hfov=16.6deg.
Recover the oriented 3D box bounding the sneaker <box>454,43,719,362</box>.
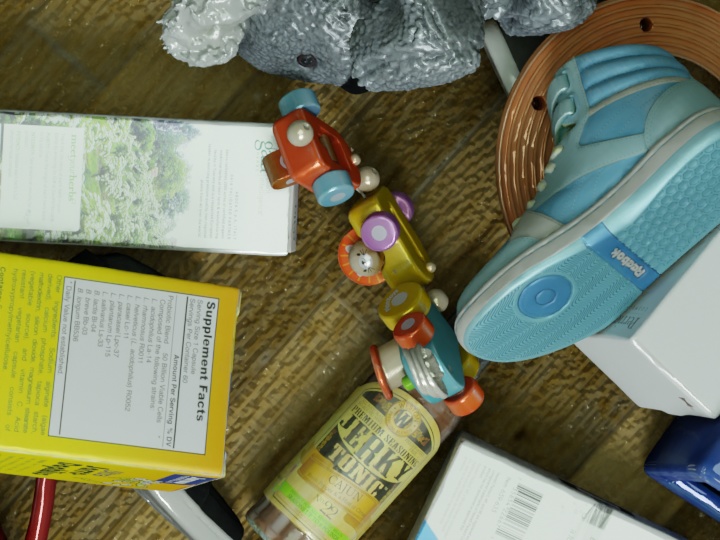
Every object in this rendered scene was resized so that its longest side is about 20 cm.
[{"bbox_3d":[0.120,-0.045,1.380,0.200,0.080,0.131,-37,47,6],"label":"sneaker"}]

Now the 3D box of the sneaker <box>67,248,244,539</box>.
[{"bbox_3d":[-0.114,0.071,1.485,0.112,0.073,0.200,-44,100,-12],"label":"sneaker"}]

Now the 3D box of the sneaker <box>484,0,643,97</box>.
[{"bbox_3d":[0.157,-0.080,1.484,0.099,0.071,0.200,-26,88,4],"label":"sneaker"}]

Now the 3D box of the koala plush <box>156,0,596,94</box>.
[{"bbox_3d":[-0.006,-0.176,1.407,0.200,0.177,0.184,-26,90,43],"label":"koala plush"}]

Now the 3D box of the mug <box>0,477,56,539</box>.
[{"bbox_3d":[-0.262,0.147,1.447,0.177,0.133,0.200,-22,96,35],"label":"mug"}]

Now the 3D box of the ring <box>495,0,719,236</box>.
[{"bbox_3d":[0.171,-0.062,1.451,0.200,0.019,0.200,-1,94,-19],"label":"ring"}]

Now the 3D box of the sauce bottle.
[{"bbox_3d":[0.016,0.095,1.490,0.065,0.065,0.200,41,88,-1],"label":"sauce bottle"}]

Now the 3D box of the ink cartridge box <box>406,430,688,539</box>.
[{"bbox_3d":[0.126,0.193,1.491,0.200,0.067,0.116,26,90,0],"label":"ink cartridge box"}]

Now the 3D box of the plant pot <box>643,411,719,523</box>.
[{"bbox_3d":[0.304,0.096,1.430,0.200,0.200,0.180,34,85,-1],"label":"plant pot"}]

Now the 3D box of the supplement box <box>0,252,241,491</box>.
[{"bbox_3d":[-0.180,0.056,1.374,0.200,0.110,0.109,9,78,-18],"label":"supplement box"}]

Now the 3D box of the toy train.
[{"bbox_3d":[0.000,0.000,1.420,0.056,0.150,0.200,-29,71,16],"label":"toy train"}]

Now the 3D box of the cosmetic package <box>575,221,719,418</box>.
[{"bbox_3d":[0.219,-0.014,1.407,0.071,0.101,0.200,43,78,-14],"label":"cosmetic package"}]

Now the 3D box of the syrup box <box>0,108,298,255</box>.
[{"bbox_3d":[-0.137,-0.053,1.477,0.200,0.081,0.079,3,92,-3],"label":"syrup box"}]
